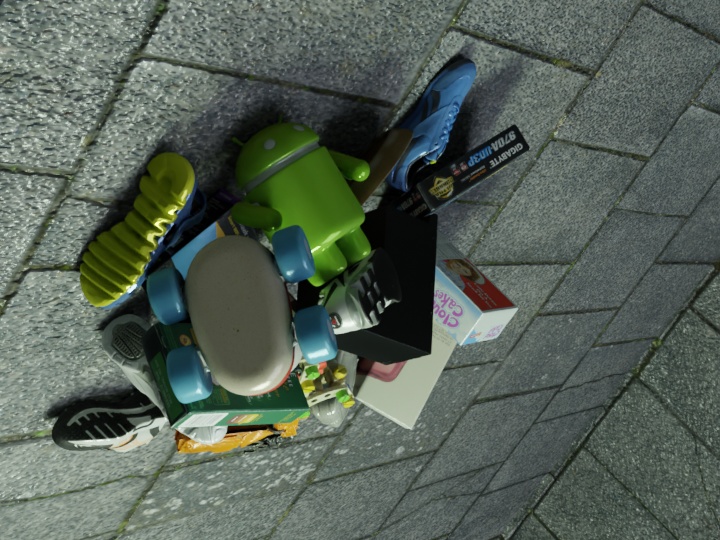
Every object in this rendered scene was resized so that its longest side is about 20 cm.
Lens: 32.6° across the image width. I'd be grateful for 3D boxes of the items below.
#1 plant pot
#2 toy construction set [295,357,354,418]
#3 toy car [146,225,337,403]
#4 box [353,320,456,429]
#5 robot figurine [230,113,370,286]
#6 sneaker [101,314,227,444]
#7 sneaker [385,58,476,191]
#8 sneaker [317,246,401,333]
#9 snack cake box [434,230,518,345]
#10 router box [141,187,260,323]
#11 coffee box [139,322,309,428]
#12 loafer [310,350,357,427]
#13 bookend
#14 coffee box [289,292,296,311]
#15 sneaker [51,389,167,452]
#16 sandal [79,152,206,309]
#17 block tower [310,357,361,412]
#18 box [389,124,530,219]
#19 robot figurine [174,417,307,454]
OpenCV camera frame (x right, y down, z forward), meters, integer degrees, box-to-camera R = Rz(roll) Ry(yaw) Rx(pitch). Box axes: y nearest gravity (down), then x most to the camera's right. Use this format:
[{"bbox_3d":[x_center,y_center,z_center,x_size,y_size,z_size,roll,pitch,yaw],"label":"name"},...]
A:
[{"bbox_3d":[-0.007,-0.112,1.596,0.200,0.027,0.200,-48,-170,12],"label":"plant pot"},{"bbox_3d":[-0.060,0.128,1.706,0.129,0.093,0.202,-11,135,-19],"label":"toy construction set"},{"bbox_3d":[-0.121,0.059,1.422,0.182,0.179,0.200,-18,169,5],"label":"toy car"},{"bbox_3d":[0.071,0.136,1.983,0.202,0.108,0.128,-61,-171,-5],"label":"box"},{"bbox_3d":[-0.072,-0.085,1.458,0.175,0.201,0.115,-32,-179,-34],"label":"robot figurine"},{"bbox_3d":[-0.234,0.140,1.530,0.078,0.200,0.100,-41,164,-15],"label":"sneaker"},{"bbox_3d":[0.104,-0.196,1.690,0.201,0.078,0.066,-50,153,5],"label":"sneaker"},{"bbox_3d":[-0.009,0.028,1.501,0.088,0.075,0.200,-20,-174,21],"label":"sneaker"},{"bbox_3d":[0.135,0.020,1.909,0.114,0.200,0.068,-2,132,-55],"label":"snack cake box"},{"bbox_3d":[-0.182,0.021,1.519,0.149,0.051,0.201,-41,137,-20],"label":"router box"},{"bbox_3d":[-0.159,0.125,1.473,0.199,0.124,0.044,3,145,-49],"label":"coffee box"},{"bbox_3d":[-0.039,0.138,1.868,0.070,0.069,0.202,59,35,-56],"label":"loafer"},{"bbox_3d":[0.000,0.000,1.626,0.198,0.202,0.092,20,154,-38],"label":"bookend"},{"bbox_3d":[-0.182,0.103,1.679,0.199,0.080,0.114,-30,151,-31],"label":"coffee box"},{"bbox_3d":[-0.328,0.214,1.627,0.199,0.074,0.080,-4,135,-55],"label":"sneaker"},{"bbox_3d":[-0.238,-0.037,1.395,0.200,0.080,0.087,-49,158,9],"label":"sandal"},{"bbox_3d":[-0.034,0.135,1.990,0.058,0.054,0.201,-4,131,-56],"label":"block tower"},{"bbox_3d":[0.132,-0.127,1.791,0.199,0.046,0.159,-33,180,-27],"label":"box"},{"bbox_3d":[-0.170,0.212,1.810,0.197,0.059,0.146,-5,138,-24],"label":"robot figurine"}]
